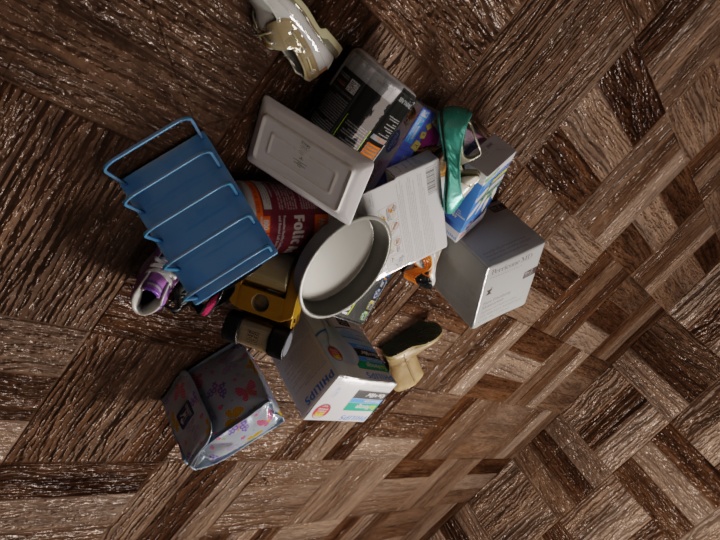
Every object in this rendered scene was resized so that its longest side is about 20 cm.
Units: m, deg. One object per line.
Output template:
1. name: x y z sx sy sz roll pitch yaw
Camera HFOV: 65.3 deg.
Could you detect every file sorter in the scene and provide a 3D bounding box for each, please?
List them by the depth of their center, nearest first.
1. file sorter: -0.220 -0.074 0.740 0.138 0.202 0.123 -32 -177 -6

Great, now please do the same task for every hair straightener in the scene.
1. hair straightener: -0.254 0.023 0.873 0.041 0.201 0.077 34 113 -8

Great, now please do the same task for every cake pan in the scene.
1. cake pan: -0.032 -0.011 0.932 0.199 0.037 0.202 -33 145 -26

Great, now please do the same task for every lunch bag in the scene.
1. lunch bag: -0.276 0.264 1.095 0.198 0.170 0.128 -30 144 -8

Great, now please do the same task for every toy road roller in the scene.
1. toy road roller: -0.159 0.050 1.011 0.146 0.121 0.203 -45 151 -75

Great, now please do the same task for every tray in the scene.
1. tray: -0.081 -0.156 0.807 0.022 0.199 0.108 -35 155 -56

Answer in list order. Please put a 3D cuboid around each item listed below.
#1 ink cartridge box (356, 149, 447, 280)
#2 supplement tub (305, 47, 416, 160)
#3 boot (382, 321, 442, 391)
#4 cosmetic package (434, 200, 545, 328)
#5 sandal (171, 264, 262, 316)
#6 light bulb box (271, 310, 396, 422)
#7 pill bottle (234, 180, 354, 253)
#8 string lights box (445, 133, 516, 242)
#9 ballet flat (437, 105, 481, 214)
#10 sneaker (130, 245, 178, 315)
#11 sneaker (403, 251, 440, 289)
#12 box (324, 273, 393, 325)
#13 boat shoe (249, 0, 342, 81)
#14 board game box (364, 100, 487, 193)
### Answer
1. ink cartridge box: 0.071 -0.094 1.024 0.172 0.044 0.202 -25 132 -13
2. supplement tub: -0.018 -0.216 0.849 0.122 0.123 0.201 19 116 -48
3. boot: 0.145 0.230 1.500 0.173 0.067 0.201 -22 141 -1
4. cosmetic package: 0.281 -0.014 1.268 0.163 0.165 0.202 -22 140 -21
5. sandal: -0.236 0.042 0.922 0.198 0.045 0.075 -23 -165 27
6. light bulb box: -0.062 0.196 1.175 0.197 0.201 0.125 20 116 -49
7. pill bottle: -0.114 -0.086 0.909 0.198 0.115 0.115 -5 133 -35
8. string lights box: 0.223 -0.158 1.107 0.103 0.059 0.201 -40 161 -29
9. ballet flat: 0.175 -0.185 0.979 0.069 0.068 0.202 3 125 18
10. sneaker: -0.279 -0.016 0.837 0.072 0.115 0.202 28 111 -19
11. sneaker: 0.145 -0.031 1.213 0.093 0.075 0.201 -60 169 -21
12. box: 0.000 0.000 1.089 0.202 0.047 0.193 -59 154 1
13. boat shoe: -0.101 -0.315 0.718 0.069 0.075 0.199 -51 142 8
14. board game box: 0.116 -0.195 1.047 0.198 0.041 0.201 8 124 -44
